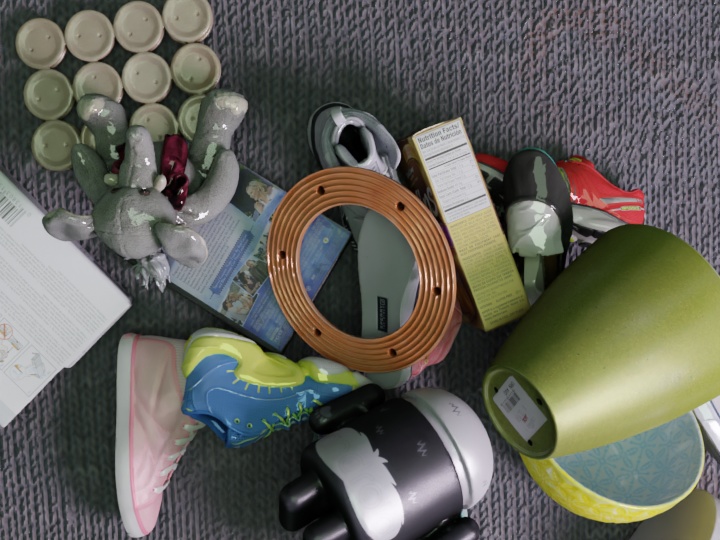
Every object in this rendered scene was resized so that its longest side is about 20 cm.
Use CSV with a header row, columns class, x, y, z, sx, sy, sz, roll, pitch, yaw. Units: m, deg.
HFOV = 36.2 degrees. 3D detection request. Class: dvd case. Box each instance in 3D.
class,x,y,z,sx,sy,sz,roll,pitch,yaw
dvd case,-0.126,-0.027,1.098,0.199,0.018,0.143,32,92,3

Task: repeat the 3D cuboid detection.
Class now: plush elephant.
class,x,y,z,sx,sy,sz,roll,pitch,yaw
plush elephant,-0.197,-0.073,1.005,0.163,0.155,0.202,5,96,0

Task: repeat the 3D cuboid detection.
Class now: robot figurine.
class,x,y,z,sx,sy,sz,roll,pitch,yaw
robot figurine,0.024,0.188,0.992,0.199,0.125,0.151,-26,101,-20

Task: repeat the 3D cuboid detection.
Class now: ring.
class,x,y,z,sx,sy,sz,roll,pitch,yaw
ring,0.000,0.000,1.031,0.199,0.019,0.203,10,112,27

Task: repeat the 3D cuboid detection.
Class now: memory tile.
class,x,y,z,sx,sy,sz,roll,pitch,yaw
memory tile,-0.234,-0.184,1.084,0.198,0.017,0.155,-10,93,1

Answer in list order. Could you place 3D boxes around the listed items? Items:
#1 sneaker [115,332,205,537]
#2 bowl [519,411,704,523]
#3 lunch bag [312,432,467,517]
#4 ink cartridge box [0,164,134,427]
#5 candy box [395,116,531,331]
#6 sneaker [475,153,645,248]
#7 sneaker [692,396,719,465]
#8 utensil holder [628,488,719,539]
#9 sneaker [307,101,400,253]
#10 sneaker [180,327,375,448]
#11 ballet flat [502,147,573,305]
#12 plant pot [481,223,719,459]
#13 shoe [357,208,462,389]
class,x,y,z,sx,sy,sz,roll,pitch,yaw
sneaker,-0.186,0.163,1.092,0.103,0.075,0.203,0,89,-2
bowl,0.232,0.179,1.116,0.198,0.201,0.108,18,134,-8
lunch bag,0.030,0.234,1.080,0.159,0.077,0.202,1,60,-7
ink cartridge box,-0.353,0.022,1.081,0.174,0.044,0.200,-44,98,-2
candy box,0.097,-0.046,1.094,0.056,0.117,0.202,-21,95,-7
sneaker,0.201,-0.084,1.138,0.198,0.077,0.086,20,71,-9
sneaker,0.363,0.114,1.157,0.070,0.073,0.201,-28,96,-1
utensil holder,0.381,0.346,1.126,0.200,0.170,0.170,39,88,-6
sneaker,0.011,-0.074,1.082,0.075,0.115,0.201,-28,96,-4
sneaker,-0.081,0.130,1.054,0.198,0.076,0.106,17,69,-6
ballet flat,0.175,-0.023,1.079,0.067,0.069,0.201,1,133,18
plant pot,0.211,0.083,1.008,0.199,0.187,0.189,-28,97,-29
shoe,0.051,0.012,1.079,0.091,0.071,0.202,-21,120,-47
